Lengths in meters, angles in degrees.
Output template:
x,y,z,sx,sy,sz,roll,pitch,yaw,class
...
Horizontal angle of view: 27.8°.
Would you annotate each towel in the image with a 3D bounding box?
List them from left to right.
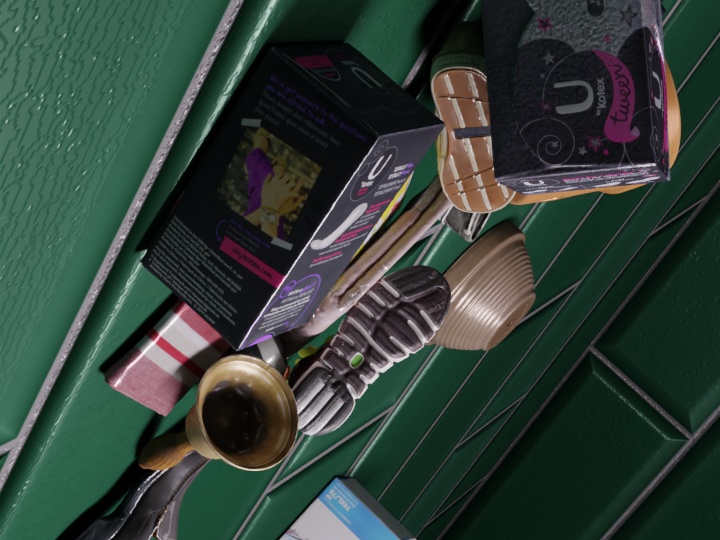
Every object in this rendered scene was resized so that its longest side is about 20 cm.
x,y,z,sx,sy,sz,roll,pitch,yaw,class
-0.129,0.035,1.252,0.200,0.023,0.144,-48,163,-6,towel
0.000,0.000,1.389,0.191,0.032,0.200,-45,-179,-27,towel

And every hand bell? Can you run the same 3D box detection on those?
x,y,z,sx,sy,sz,roll,pitch,yaw,class
-0.155,0.153,1.341,0.104,0.104,0.200,-34,-176,-41,hand bell

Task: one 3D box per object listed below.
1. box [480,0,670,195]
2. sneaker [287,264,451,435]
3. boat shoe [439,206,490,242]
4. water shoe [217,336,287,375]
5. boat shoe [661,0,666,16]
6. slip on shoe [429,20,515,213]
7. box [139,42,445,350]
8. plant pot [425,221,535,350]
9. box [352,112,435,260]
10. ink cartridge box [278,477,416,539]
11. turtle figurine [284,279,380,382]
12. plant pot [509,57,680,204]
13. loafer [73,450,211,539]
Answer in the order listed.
x,y,z,sx,sy,sz,roll,pitch,yaw,class
0.172,-0.168,1.158,0.132,0.201,0.115,-5,177,18,box
-0.007,0.070,1.388,0.200,0.076,0.115,-43,-170,-14,sneaker
0.149,-0.116,1.548,0.071,0.064,0.200,-29,156,-49,boat shoe
-0.121,0.111,1.410,0.079,0.072,0.200,-18,151,-17,water shoe
0.285,-0.276,1.510,0.074,0.066,0.199,-40,163,-25,boat shoe
0.098,-0.128,1.259,0.200,0.076,0.061,69,23,-51,slip on shoe
-0.050,-0.057,1.068,0.200,0.106,0.122,-54,165,23,box
0.167,0.039,1.936,0.201,0.093,0.201,-44,164,-16,plant pot
-0.006,-0.060,1.257,0.200,0.048,0.117,-45,165,-37,box
-0.040,0.448,2.293,0.200,0.146,0.147,-48,165,1,ink cartridge box
-0.039,0.105,1.526,0.200,0.064,0.161,-50,179,19,turtle figurine
0.177,-0.149,1.337,0.140,0.200,0.200,-24,158,-18,plant pot
-0.207,0.243,1.442,0.200,0.072,0.073,-44,179,-6,loafer
